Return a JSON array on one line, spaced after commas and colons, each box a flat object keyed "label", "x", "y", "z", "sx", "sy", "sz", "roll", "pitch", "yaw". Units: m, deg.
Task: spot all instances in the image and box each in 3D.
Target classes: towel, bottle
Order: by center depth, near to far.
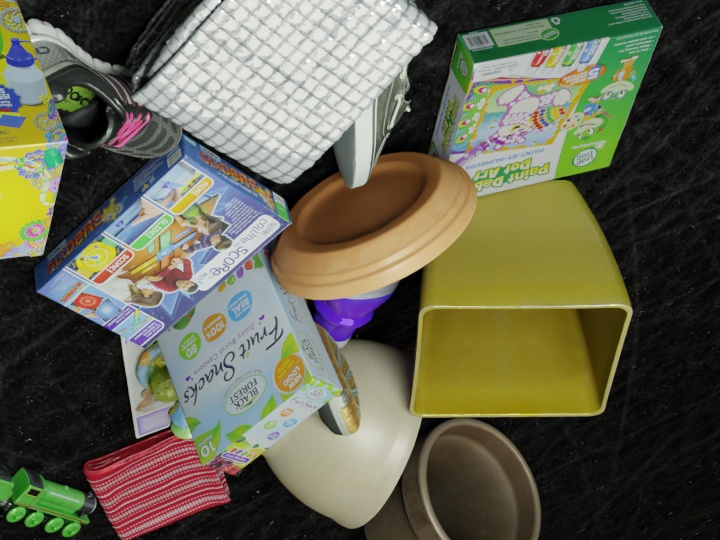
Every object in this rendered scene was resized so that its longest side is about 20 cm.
[{"label": "towel", "x": -0.065, "y": -0.184, "z": 1.289, "sx": 0.165, "sy": 0.086, "sz": 0.200, "roll": 31, "pitch": 115, "yaw": -31}, {"label": "bottle", "x": 0.000, "y": 0.000, "z": 1.642, "sx": 0.083, "sy": 0.066, "sz": 0.201, "roll": -6, "pitch": 143, "yaw": -30}, {"label": "towel", "x": -0.227, "y": 0.242, "z": 1.871, "sx": 0.144, "sy": 0.023, "sz": 0.201, "roll": -21, "pitch": 148, "yaw": -7}]

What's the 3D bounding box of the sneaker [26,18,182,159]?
[{"label": "sneaker", "x": -0.207, "y": -0.122, "z": 1.299, "sx": 0.074, "sy": 0.088, "sz": 0.200, "roll": -37, "pitch": 147, "yaw": 17}]

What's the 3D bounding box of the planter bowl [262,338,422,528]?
[{"label": "planter bowl", "x": -0.036, "y": 0.156, "z": 1.749, "sx": 0.134, "sy": 0.201, "sz": 0.201, "roll": 24, "pitch": 128, "yaw": -18}]

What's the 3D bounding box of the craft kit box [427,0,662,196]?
[{"label": "craft kit box", "x": 0.167, "y": -0.157, "z": 1.558, "sx": 0.199, "sy": 0.049, "sz": 0.198, "roll": -14, "pitch": 149, "yaw": -19}]

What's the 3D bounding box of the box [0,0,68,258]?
[{"label": "box", "x": -0.330, "y": -0.109, "z": 1.132, "sx": 0.199, "sy": 0.193, "sz": 0.122, "roll": -8, "pitch": 144, "yaw": -27}]

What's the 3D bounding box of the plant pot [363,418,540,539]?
[{"label": "plant pot", "x": 0.097, "y": 0.305, "z": 2.060, "sx": 0.199, "sy": 0.202, "sz": 0.174, "roll": 7, "pitch": 153, "yaw": -41}]

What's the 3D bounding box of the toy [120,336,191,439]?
[{"label": "toy", "x": -0.180, "y": 0.114, "z": 1.695, "sx": 0.114, "sy": 0.047, "sz": 0.201, "roll": -18, "pitch": 148, "yaw": -16}]

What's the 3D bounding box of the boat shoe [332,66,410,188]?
[{"label": "boat shoe", "x": 0.014, "y": -0.149, "z": 1.433, "sx": 0.063, "sy": 0.071, "sz": 0.201, "roll": -13, "pitch": 144, "yaw": -17}]

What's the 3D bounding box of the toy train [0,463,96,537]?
[{"label": "toy train", "x": -0.357, "y": 0.242, "z": 1.764, "sx": 0.056, "sy": 0.042, "sz": 0.200, "roll": -46, "pitch": 144, "yaw": 11}]

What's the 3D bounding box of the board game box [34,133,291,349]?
[{"label": "board game box", "x": -0.178, "y": -0.022, "z": 1.484, "sx": 0.200, "sy": 0.035, "sz": 0.135, "roll": -39, "pitch": 132, "yaw": 21}]

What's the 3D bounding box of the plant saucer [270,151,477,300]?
[{"label": "plant saucer", "x": 0.007, "y": -0.048, "z": 1.481, "sx": 0.199, "sy": 0.200, "sz": 0.038, "roll": -26, "pitch": 119, "yaw": 0}]

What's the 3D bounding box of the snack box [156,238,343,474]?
[{"label": "snack box", "x": -0.114, "y": 0.066, "z": 1.529, "sx": 0.142, "sy": 0.201, "sz": 0.053, "roll": -39, "pitch": 145, "yaw": 21}]

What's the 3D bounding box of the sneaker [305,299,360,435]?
[{"label": "sneaker", "x": -0.074, "y": 0.085, "z": 1.637, "sx": 0.087, "sy": 0.201, "sz": 0.076, "roll": -29, "pitch": -170, "yaw": 13}]

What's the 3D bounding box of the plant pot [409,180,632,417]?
[{"label": "plant pot", "x": 0.148, "y": 0.020, "z": 1.641, "sx": 0.198, "sy": 0.177, "sz": 0.201, "roll": 0, "pitch": 144, "yaw": -2}]
